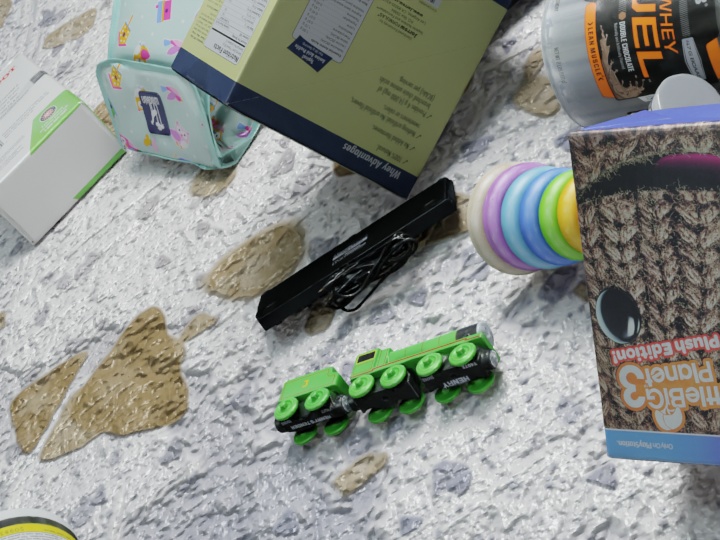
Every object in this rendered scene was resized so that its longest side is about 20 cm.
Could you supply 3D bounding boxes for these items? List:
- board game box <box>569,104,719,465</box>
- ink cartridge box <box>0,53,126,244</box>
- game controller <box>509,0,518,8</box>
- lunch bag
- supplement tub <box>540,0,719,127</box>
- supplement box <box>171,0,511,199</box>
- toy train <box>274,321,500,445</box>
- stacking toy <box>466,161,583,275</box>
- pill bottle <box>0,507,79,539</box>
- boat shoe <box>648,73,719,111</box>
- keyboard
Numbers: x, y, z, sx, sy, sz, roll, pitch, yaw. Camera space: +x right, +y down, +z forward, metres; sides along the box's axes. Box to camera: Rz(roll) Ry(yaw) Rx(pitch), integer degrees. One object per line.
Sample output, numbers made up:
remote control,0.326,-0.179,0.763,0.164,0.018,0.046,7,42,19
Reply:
board game box,0.224,0.006,0.932,0.158,0.202,0.097,-1,12,40
ink cartridge box,-0.365,-0.137,1.729,0.146,0.084,0.200,-46,37,-5
game controller,0.121,-0.267,1.448,0.200,0.042,0.104,-40,37,3
lunch bag,-0.171,-0.206,1.580,0.169,0.121,0.202,13,90,41
supplement tub,0.245,-0.178,1.178,0.199,0.123,0.123,-8,49,38
supplement box,-0.016,-0.202,1.330,0.201,0.199,0.134,-61,32,6
toy train,0.019,0.084,1.201,0.199,0.042,0.057,-20,32,28
stacking toy,0.154,-0.039,1.110,0.086,0.085,0.200,-54,19,-14
pill bottle,-0.244,0.280,1.186,0.112,0.113,0.200,-40,36,3
boat shoe,0.233,-0.037,1.101,0.070,0.070,0.202,-2,61,-15
keyboard,0.000,0.000,1.316,0.199,0.040,0.104,-33,15,15
